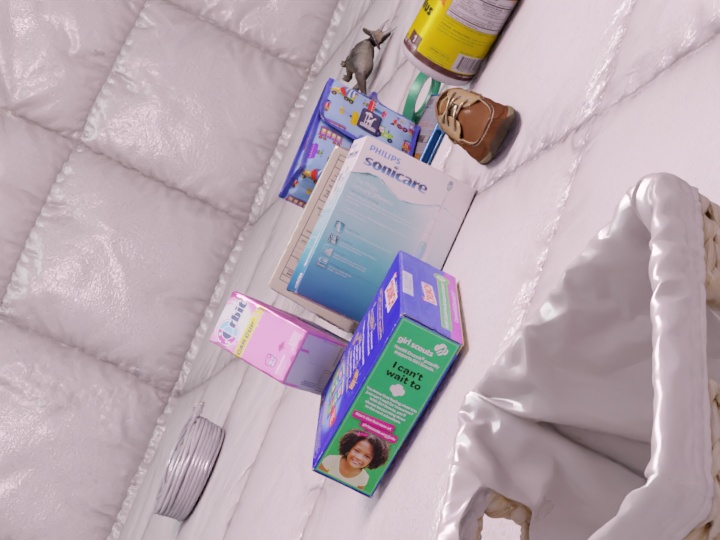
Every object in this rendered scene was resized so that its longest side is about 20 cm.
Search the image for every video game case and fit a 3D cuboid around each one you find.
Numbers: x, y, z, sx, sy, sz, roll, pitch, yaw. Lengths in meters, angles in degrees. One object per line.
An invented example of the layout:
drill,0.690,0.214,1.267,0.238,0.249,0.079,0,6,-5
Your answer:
video game case,0.078,-0.157,1.973,0.200,0.018,0.143,-64,11,2

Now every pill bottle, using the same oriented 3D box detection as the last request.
pill bottle,0.144,-0.353,1.845,0.200,0.109,0.109,-60,12,26

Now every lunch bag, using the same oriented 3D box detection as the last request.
lunch bag,-0.006,-0.167,1.943,0.094,0.150,0.200,-49,20,56

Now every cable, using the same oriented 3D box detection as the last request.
cable,-0.324,0.371,2.605,0.200,0.069,0.200,-58,13,38

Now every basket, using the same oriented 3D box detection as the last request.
basket,0.147,0.103,0.638,0.200,0.160,0.198,-57,13,41

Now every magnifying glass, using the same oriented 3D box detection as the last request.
magnifying glass,0.070,-0.207,2.042,0.200,0.022,0.080,-64,-19,7

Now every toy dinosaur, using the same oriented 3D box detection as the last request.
toy dinosaur,0.001,-0.419,2.800,0.102,0.077,0.200,117,175,-52

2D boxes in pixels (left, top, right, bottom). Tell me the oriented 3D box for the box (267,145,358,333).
box,-0.006,-0.039,1.740,0.200,0.128,0.109,-63,-14,8

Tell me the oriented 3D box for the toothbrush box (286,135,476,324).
toothbrush box,0.023,-0.036,1.612,0.200,0.146,0.085,-66,11,-2

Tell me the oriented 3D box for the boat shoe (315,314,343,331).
boat shoe,0.000,-0.002,1.855,0.200,0.068,0.074,-56,14,40

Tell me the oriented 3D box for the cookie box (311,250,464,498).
cookie box,0.028,0.105,1.453,0.200,0.075,0.171,-62,9,21

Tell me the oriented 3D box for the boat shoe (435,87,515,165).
boat shoe,0.125,-0.174,1.622,0.076,0.074,0.200,-64,10,6

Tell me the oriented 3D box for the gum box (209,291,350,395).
gum box,-0.067,0.094,1.602,0.200,0.113,0.066,26,-90,-59
